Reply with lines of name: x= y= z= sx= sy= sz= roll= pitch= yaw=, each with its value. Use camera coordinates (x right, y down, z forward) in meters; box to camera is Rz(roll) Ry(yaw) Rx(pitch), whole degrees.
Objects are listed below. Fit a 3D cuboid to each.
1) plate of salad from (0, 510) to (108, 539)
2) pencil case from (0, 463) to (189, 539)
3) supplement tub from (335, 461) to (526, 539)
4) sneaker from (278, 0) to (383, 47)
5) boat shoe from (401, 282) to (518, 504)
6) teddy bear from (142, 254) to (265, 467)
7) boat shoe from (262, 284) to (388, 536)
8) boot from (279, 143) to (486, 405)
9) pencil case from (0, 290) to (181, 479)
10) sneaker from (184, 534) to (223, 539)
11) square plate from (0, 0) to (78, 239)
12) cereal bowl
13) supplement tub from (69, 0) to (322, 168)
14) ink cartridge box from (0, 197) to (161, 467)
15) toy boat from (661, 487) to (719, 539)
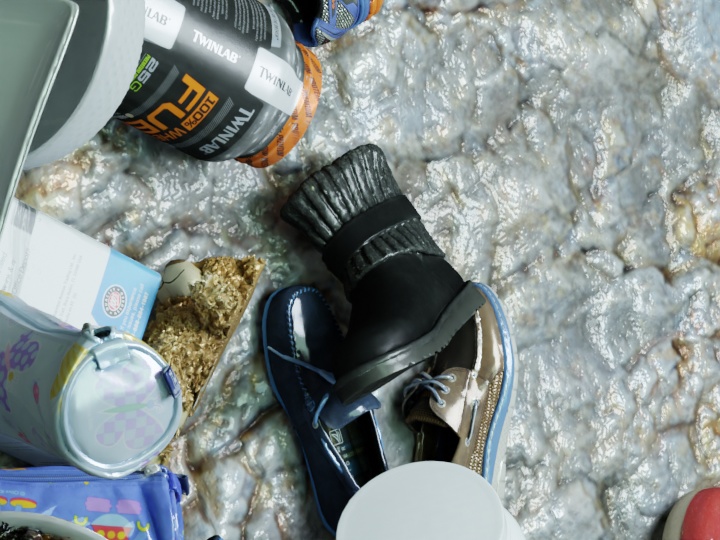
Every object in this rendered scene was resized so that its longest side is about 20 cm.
plate of salad: x=-0.229 y=0.238 z=1.529 sx=0.200 sy=0.200 sz=0.048 roll=40 pitch=22 yaw=-28
pencil case: x=-0.209 y=0.165 z=1.558 sx=0.199 sy=0.078 sz=0.087 roll=2 pitch=108 yaw=-10
supplement tub: x=0.061 y=0.248 z=1.726 sx=0.145 sy=0.144 sz=0.201 roll=-50 pitch=144 yaw=-31
sneaker: x=-0.061 y=-0.252 z=1.781 sx=0.200 sy=0.075 sz=0.079 roll=51 pitch=61 yaw=-20
boat shoe: x=0.074 y=0.107 z=1.842 sx=0.072 sy=0.072 sz=0.201 roll=5 pitch=81 yaw=-36
teddy bear: x=-0.132 y=0.059 z=1.647 sx=0.067 sy=0.145 sz=0.201 roll=26 pitch=63 yaw=-2
boat shoe: x=-0.009 y=0.103 z=1.778 sx=0.084 sy=0.069 sz=0.201 roll=-30 pitch=103 yaw=-37
boot: x=-0.002 y=0.001 z=1.744 sx=0.158 sy=0.079 sz=0.211 roll=55 pitch=26 yaw=-2
pencil case: x=-0.191 y=0.066 z=1.455 sx=0.083 sy=0.200 sz=0.091 roll=-35 pitch=114 yaw=-24
sneaker: x=-0.173 y=0.212 z=1.647 sx=0.199 sy=0.066 sz=0.079 roll=7 pitch=67 yaw=-37
square plate: x=-0.289 y=-0.095 z=1.501 sx=0.028 sy=0.199 sz=0.199 roll=31 pitch=75 yaw=-68
cereal bowl: x=-0.218 y=-0.163 z=1.553 sx=0.083 sy=0.199 sz=0.201 roll=2 pitch=83 yaw=-60
supplement tub: x=-0.132 y=-0.155 z=1.680 sx=0.199 sy=0.122 sz=0.123 roll=26 pitch=69 yaw=-32
ink cartridge box: x=-0.252 y=0.031 z=1.587 sx=0.200 sy=0.084 sz=0.146 roll=29 pitch=70 yaw=-32
toy boat: x=0.350 y=0.249 z=2.004 sx=0.199 sy=0.130 sz=0.131 roll=7 pitch=80 yaw=-37
